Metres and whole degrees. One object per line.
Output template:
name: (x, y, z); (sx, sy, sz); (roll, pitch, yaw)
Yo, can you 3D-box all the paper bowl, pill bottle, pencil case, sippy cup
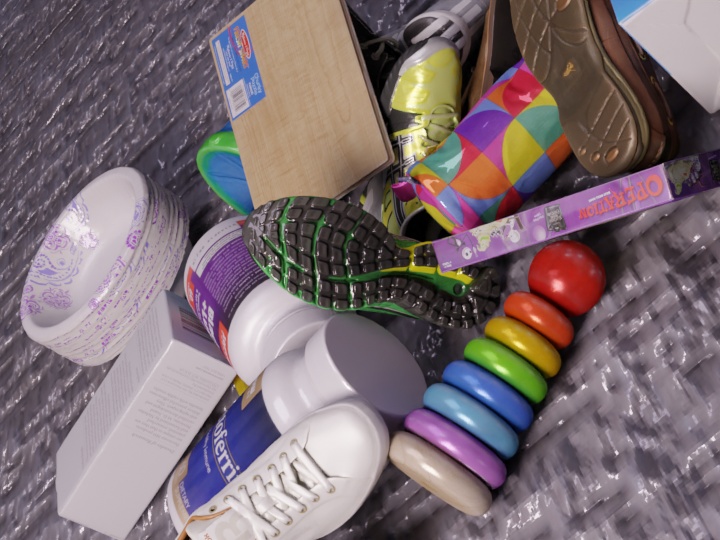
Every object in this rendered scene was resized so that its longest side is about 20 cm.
paper bowl: (-0.248, 0.003, 1.498); (0.200, 0.104, 0.201); (-34, 38, 31)
pill bottle: (-0.046, 0.131, 1.087); (0.200, 0.115, 0.116); (-48, 32, 28)
pencil case: (0.118, -0.109, 1.103); (0.200, 0.088, 0.088); (-44, 32, -3)
sippy cup: (-0.060, -0.119, 1.340); (0.177, 0.140, 0.131); (7, 59, 47)
pill bottle: (-0.069, 0.038, 1.223); (0.112, 0.111, 0.200); (-53, 32, 5)

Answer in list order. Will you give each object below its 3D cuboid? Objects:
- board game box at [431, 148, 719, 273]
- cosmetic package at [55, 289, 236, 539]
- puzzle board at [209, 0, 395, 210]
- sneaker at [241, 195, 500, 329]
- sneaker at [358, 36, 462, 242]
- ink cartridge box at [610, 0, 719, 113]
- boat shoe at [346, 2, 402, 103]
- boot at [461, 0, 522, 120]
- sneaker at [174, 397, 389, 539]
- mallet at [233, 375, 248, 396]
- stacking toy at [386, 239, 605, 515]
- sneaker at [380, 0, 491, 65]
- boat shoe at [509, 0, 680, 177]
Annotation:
board game box: (0.159, -0.042, 0.998); (0.200, 0.120, 0.032); (-18, 84, 45)
cosmetic package: (-0.195, 0.130, 1.317); (0.200, 0.071, 0.102); (-55, 24, 16)
puzzle board: (-0.051, -0.143, 1.210); (0.151, 0.017, 0.201); (-32, 65, 37)
sneaker: (0.000, 0.000, 1.096); (0.085, 0.199, 0.078); (2, 74, 65)
sneaker: (0.054, -0.088, 1.173); (0.076, 0.075, 0.201); (39, 129, 43)
ink cartridge box: (0.225, -0.222, 1.057); (0.067, 0.116, 0.200); (-36, 38, 27)
boat shoe: (0.012, -0.170, 1.247); (0.064, 0.200, 0.071); (-28, 6, 44)
boot: (0.115, -0.176, 1.214); (0.075, 0.073, 0.201); (-23, 46, 55)
sneaker: (-0.061, 0.166, 0.989); (0.200, 0.073, 0.085); (-45, -9, 21)
mallet: (-0.098, 0.090, 1.292); (0.066, 0.041, 0.200); (-47, 30, 17)
stacking toy: (0.102, 0.066, 1.015); (0.200, 0.085, 0.085); (-55, 32, -11)
sneaker: (0.067, -0.206, 1.315); (0.115, 0.075, 0.200); (-44, 14, -26)
boat shoe: (0.165, -0.153, 1.034); (0.072, 0.067, 0.201); (-44, 57, 45)
